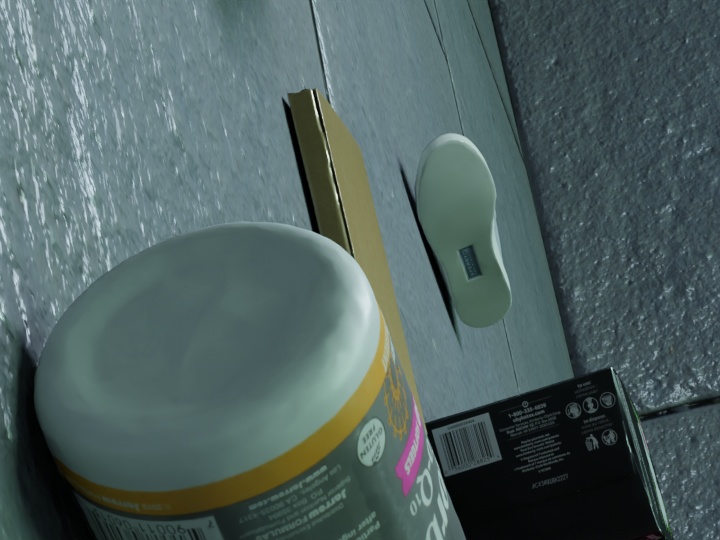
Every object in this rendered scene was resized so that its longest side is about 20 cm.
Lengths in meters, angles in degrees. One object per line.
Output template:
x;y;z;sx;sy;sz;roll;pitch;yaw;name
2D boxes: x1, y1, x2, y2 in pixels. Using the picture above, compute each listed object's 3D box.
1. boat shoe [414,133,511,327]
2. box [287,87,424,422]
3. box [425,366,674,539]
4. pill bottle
0.083;-0.043;2.230;0.072;0.070;0.202;-113;-174;-52;boat shoe
0.000;0.000;1.628;0.164;0.021;0.201;48;27;-75;box
0.141;0.160;1.887;0.200;0.148;0.125;44;30;-75;box
-0.025;0.092;0.867;0.117;0.116;0.201;-96;168;-52;pill bottle
